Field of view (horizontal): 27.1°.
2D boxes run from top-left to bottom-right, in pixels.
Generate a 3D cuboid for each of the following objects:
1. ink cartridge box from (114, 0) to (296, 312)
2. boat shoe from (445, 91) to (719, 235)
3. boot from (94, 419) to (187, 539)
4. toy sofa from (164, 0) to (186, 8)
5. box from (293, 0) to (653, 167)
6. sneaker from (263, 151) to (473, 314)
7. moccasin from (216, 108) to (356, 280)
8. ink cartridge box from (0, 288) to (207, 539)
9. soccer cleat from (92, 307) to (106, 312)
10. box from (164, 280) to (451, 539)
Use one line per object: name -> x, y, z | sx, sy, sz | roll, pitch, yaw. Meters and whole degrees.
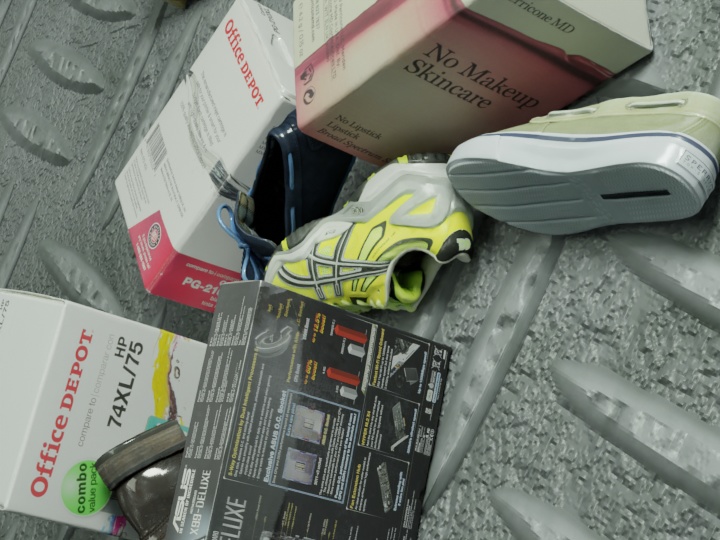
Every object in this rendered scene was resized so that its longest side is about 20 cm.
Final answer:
ink cartridge box -> -0.099, -0.089, 1.174 | 0.200, 0.084, 0.145 | -52, 39, 25
boat shoe -> 0.134, -0.064, 0.880 | 0.200, 0.072, 0.062 | 4, 52, 50
boot -> -0.067, 0.172, 0.991 | 0.175, 0.200, 0.069 | 63, 156, 11
toy sofa -> -0.142, -0.318, 1.335 | 0.200, 0.097, 0.083 | -18, 59, 47
box -> 0.066, -0.156, 0.950 | 0.200, 0.128, 0.109 | -32, 50, 42
sneaker -> 0.000, 0.000, 1.010 | 0.200, 0.075, 0.077 | -42, 56, 43
moccasin -> -0.064, -0.043, 1.062 | 0.081, 0.068, 0.200 | 48, 141, 30
ink cartridge box -> -0.178, 0.112, 1.079 | 0.146, 0.200, 0.147 | 5, 78, 54
soccer cleat -> -0.231, 0.088, 1.271 | 0.068, 0.073, 0.200 | -57, 37, 17
box -> -0.031, 0.123, 0.916 | 0.050, 0.157, 0.201 | -6, 69, 52
